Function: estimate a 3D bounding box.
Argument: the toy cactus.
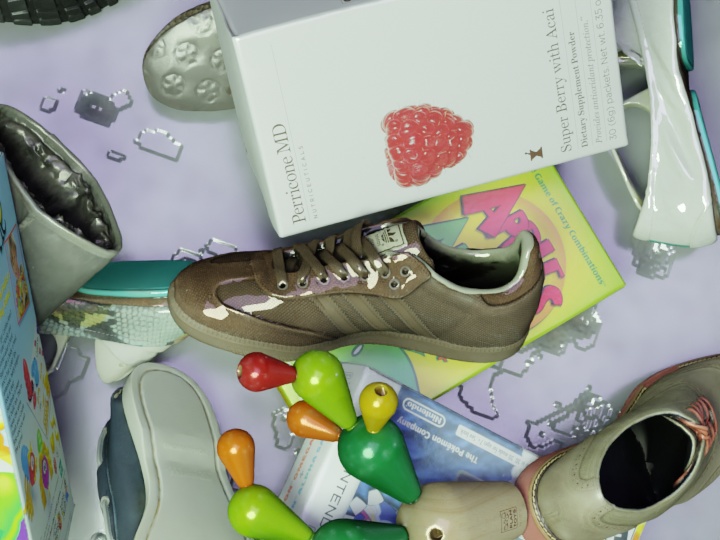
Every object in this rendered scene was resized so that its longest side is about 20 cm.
[{"bbox_3d":[0.014,0.131,0.808,0.165,0.102,0.200,-8,83,-32],"label":"toy cactus"}]

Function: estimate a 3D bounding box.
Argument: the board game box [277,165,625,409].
[{"bbox_3d":[0.039,0.018,0.936,0.200,0.048,0.102,-30,85,-7],"label":"board game box"}]

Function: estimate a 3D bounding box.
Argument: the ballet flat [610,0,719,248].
[{"bbox_3d":[0.171,-0.110,0.960,0.069,0.069,0.200,-7,84,-5],"label":"ballet flat"}]

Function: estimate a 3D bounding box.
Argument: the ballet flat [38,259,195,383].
[{"bbox_3d":[-0.164,0.025,0.916,0.200,0.069,0.071,5,106,3],"label":"ballet flat"}]

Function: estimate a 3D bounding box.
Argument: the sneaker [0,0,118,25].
[{"bbox_3d":[-0.146,-0.215,0.953,0.200,0.076,0.088,-25,70,-11],"label":"sneaker"}]

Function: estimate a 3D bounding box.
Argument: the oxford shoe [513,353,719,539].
[{"bbox_3d":[0.175,0.096,0.891,0.200,0.075,0.071,-30,89,-36],"label":"oxford shoe"}]

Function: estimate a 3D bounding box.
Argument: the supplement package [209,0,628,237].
[{"bbox_3d":[0.029,-0.116,0.896,0.200,0.120,0.121,-15,119,-5],"label":"supplement package"}]

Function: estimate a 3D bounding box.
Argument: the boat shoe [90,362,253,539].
[{"bbox_3d":[-0.105,0.139,0.856,0.075,0.062,0.200,13,39,-34],"label":"boat shoe"}]

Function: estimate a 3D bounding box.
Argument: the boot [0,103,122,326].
[{"bbox_3d":[-0.190,0.038,0.854,0.200,0.073,0.182,-38,97,21],"label":"boot"}]

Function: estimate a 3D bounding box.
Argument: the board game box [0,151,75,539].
[{"bbox_3d":[-0.207,0.059,0.764,0.103,0.105,0.200,-6,114,0],"label":"board game box"}]

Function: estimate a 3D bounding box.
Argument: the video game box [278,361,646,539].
[{"bbox_3d":[0.039,0.173,0.883,0.200,0.047,0.182,28,81,-20],"label":"video game box"}]

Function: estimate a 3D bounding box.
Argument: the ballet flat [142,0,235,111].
[{"bbox_3d":[-0.036,-0.152,0.959,0.200,0.046,0.067,-26,118,-2],"label":"ballet flat"}]

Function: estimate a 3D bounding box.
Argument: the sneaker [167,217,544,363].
[{"bbox_3d":[0.000,0.000,0.859,0.200,0.076,0.070,3,39,-16],"label":"sneaker"}]
